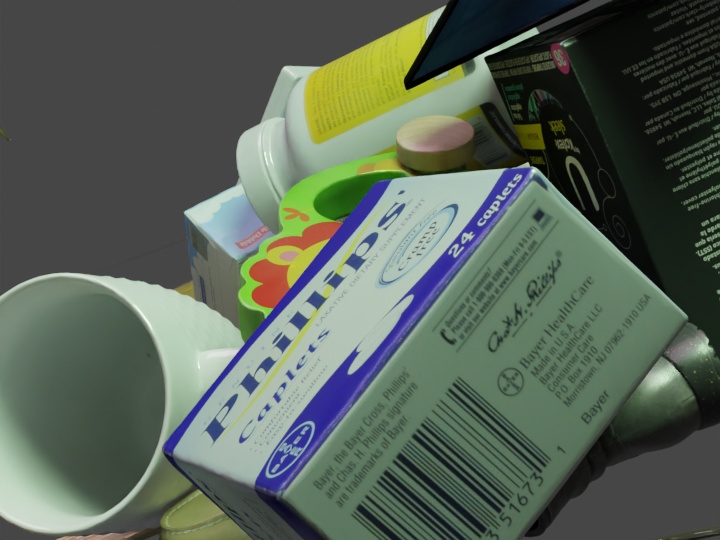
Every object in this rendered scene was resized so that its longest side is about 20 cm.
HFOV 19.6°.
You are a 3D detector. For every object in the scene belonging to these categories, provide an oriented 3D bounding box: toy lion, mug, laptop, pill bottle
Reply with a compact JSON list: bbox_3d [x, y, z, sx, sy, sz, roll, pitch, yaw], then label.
[{"bbox_3d":[0.015,-0.004,1.166,0.192,0.069,0.200,-16,33,-21],"label":"toy lion"},{"bbox_3d":[-0.109,0.075,1.223,0.200,0.148,0.175,-15,-11,23],"label":"mug"},{"bbox_3d":[0.148,-0.154,1.157,0.200,0.103,0.177,19,37,40],"label":"laptop"},{"bbox_3d":[0.023,-0.093,1.341,0.200,0.112,0.112,-23,6,25],"label":"pill bottle"}]

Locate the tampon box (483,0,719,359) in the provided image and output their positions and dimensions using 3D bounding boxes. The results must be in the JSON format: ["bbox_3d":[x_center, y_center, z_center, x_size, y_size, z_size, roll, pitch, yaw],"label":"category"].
[{"bbox_3d":[0.180,-0.057,1.179,0.126,0.200,0.150,-25,7,-11],"label":"tampon box"}]

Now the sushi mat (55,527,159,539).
[{"bbox_3d":[-0.149,0.164,1.325,0.200,0.012,0.096,-22,8,2],"label":"sushi mat"}]

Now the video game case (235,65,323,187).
[{"bbox_3d":[-0.006,-0.081,1.525,0.200,0.143,0.018,-4,35,-46],"label":"video game case"}]

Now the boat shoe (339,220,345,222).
[{"bbox_3d":[0.000,0.000,1.274,0.072,0.065,0.200,22,14,22],"label":"boat shoe"}]

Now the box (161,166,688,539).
[{"bbox_3d":[0.021,0.056,0.961,0.184,0.105,0.200,-51,15,-13],"label":"box"}]

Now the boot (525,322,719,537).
[{"bbox_3d":[0.097,0.072,1.054,0.132,0.070,0.200,-30,3,-9],"label":"boot"}]

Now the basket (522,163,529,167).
[{"bbox_3d":[0.211,-0.108,1.622,0.198,0.161,0.200,-17,10,39],"label":"basket"}]

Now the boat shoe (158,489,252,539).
[{"bbox_3d":[-0.028,0.098,1.158,0.200,0.065,0.072,-27,23,-5],"label":"boat shoe"}]

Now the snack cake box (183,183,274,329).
[{"bbox_3d":[-0.021,-0.026,1.481,0.200,0.115,0.067,-28,48,-25],"label":"snack cake box"}]
